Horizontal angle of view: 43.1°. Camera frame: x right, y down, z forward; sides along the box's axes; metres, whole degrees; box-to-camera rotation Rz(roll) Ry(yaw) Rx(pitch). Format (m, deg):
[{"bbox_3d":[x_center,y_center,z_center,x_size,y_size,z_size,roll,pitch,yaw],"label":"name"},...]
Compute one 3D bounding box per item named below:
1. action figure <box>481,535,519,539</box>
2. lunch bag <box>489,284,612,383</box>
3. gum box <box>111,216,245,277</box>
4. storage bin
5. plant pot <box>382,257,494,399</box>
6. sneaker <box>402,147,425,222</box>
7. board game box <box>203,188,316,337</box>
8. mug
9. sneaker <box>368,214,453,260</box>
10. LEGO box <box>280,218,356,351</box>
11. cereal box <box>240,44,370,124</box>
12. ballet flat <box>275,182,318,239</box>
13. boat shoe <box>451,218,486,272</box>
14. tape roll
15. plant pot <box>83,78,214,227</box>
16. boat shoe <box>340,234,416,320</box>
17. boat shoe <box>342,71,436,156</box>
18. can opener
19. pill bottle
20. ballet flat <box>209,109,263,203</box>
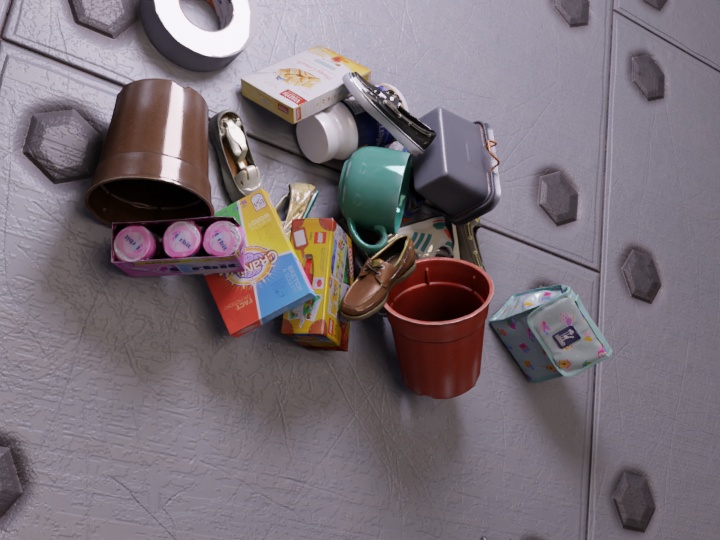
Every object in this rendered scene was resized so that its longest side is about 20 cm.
[{"bbox_3d":[0.292,0.591,1.701,0.200,0.105,0.194,-21,95,-10],"label":"action figure"},{"bbox_3d":[0.385,0.122,1.818,0.122,0.200,0.170,-41,102,-33],"label":"lunch bag"},{"bbox_3d":[-0.277,-0.036,1.433,0.200,0.114,0.066,-3,79,0],"label":"gum box"},{"bbox_3d":[0.175,-0.208,1.718,0.134,0.145,0.200,22,54,-40],"label":"storage bin"},{"bbox_3d":[0.140,0.113,1.645,0.201,0.201,0.196,-33,132,-34],"label":"plant pot"},{"bbox_3d":[0.119,-0.189,1.801,0.075,0.078,0.200,25,66,-26],"label":"sneaker"},{"bbox_3d":[-0.183,-0.013,1.506,0.153,0.040,0.200,-28,75,5],"label":"board game box"},{"bbox_3d":[0.020,-0.140,1.655,0.114,0.152,0.185,11,38,7],"label":"mug"},{"bbox_3d":[0.103,-0.040,1.756,0.200,0.070,0.094,-19,83,-37],"label":"sneaker"},{"bbox_3d":[-0.070,0.028,1.578,0.149,0.077,0.200,46,46,-67],"label":"LEGO box"},{"bbox_3d":[-0.099,-0.345,1.674,0.144,0.040,0.200,33,49,30],"label":"cereal box"},{"bbox_3d":[-0.135,-0.072,1.623,0.071,0.071,0.200,30,64,-23],"label":"ballet flat"},{"bbox_3d":[0.214,-0.083,1.829,0.060,0.072,0.202,-6,83,12],"label":"boat shoe"},{"bbox_3d":[-0.285,-0.459,1.620,0.200,0.066,0.201,9,73,-31],"label":"tape roll"},{"bbox_3d":[-0.324,-0.183,1.458,0.200,0.200,0.199,16,62,-29],"label":"plant pot"},{"bbox_3d":[0.027,0.007,1.581,0.200,0.072,0.068,-47,144,-41],"label":"boat shoe"},{"bbox_3d":[0.053,-0.291,1.641,0.200,0.057,0.069,43,19,-13],"label":"boat shoe"},{"bbox_3d":[0.000,0.000,1.700,0.053,0.067,0.200,-29,81,-31],"label":"can opener"},{"bbox_3d":[-0.014,-0.274,1.715,0.200,0.116,0.116,-25,92,-34],"label":"pill bottle"},{"bbox_3d":[-0.211,-0.186,1.597,0.067,0.064,0.200,-21,90,-34],"label":"ballet flat"}]
